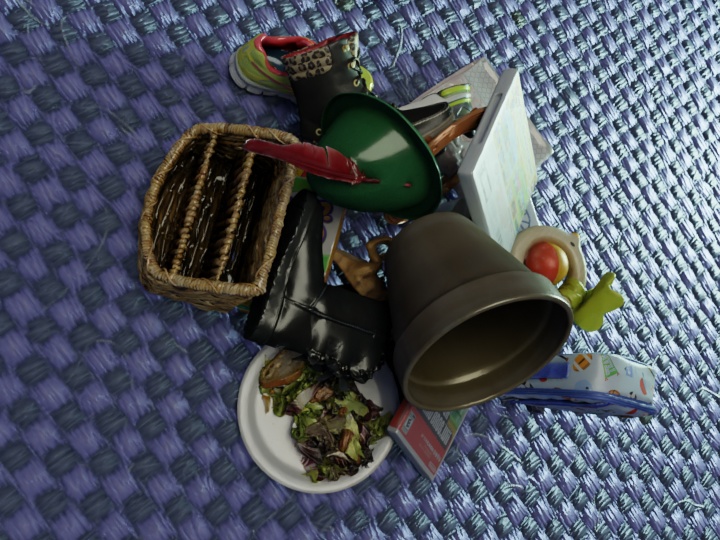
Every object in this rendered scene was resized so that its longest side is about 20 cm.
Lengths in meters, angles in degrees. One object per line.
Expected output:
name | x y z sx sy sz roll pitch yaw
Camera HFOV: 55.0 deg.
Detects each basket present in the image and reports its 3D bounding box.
basket | -0.169 -0.068 0.783 0.142 0.149 0.201 20 72 -20

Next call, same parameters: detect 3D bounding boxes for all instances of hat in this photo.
hat | -0.033 -0.083 0.753 0.200 0.165 0.176 49 60 -13

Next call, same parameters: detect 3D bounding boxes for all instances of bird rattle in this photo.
bird rattle | 0.254 0.018 0.978 0.199 0.113 0.164 0 76 -8

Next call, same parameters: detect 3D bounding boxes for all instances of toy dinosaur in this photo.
toy dinosaur | 0.000 0.000 0.875 0.200 0.060 0.106 45 66 3

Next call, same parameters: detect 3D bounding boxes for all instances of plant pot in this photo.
plant pot | 0.110 0.034 0.789 0.199 0.201 0.174 -3 46 -26

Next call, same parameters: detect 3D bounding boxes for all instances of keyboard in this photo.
keyboard | 0.025 0.111 0.903 0.104 0.040 0.201 -8 77 -13

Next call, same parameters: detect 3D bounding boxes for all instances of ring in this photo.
ring | 0.103 -0.138 0.906 0.200 0.201 0.019 -33 72 -27

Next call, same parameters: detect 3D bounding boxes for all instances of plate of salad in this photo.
plate of salad | -0.046 0.162 0.827 0.199 0.048 0.201 4 73 -12

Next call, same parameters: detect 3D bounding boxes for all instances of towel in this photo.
towel | 0.182 -0.205 1.045 0.191 0.032 0.200 -40 96 -27

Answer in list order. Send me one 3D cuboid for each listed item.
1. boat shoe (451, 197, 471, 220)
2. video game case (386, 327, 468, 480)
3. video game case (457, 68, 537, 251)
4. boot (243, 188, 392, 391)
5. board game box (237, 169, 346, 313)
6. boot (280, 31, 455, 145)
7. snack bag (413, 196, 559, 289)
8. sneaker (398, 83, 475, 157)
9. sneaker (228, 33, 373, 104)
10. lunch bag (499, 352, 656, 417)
boat shoe | 0.137 0.003 0.927 0.062 0.073 0.201 19 77 -15
video game case | 0.111 0.153 0.893 0.200 0.017 0.143 -58 140 -24
video game case | 0.183 -0.122 0.894 0.183 0.023 0.200 -63 146 -28
boot | -0.034 0.026 0.796 0.162 0.073 0.199 24 70 -25
board game box | -0.078 -0.035 0.859 0.095 0.030 0.201 13 73 6
boot | 0.007 -0.217 0.856 0.199 0.073 0.151 -15 114 7
snack bag | 0.183 -0.021 0.995 0.199 0.021 0.190 -21 96 -20
sneaker | 0.076 -0.188 0.951 0.199 0.074 0.081 -25 96 -7
sneaker | -0.066 -0.262 0.908 0.199 0.090 0.079 1 76 -26
lunch bag | 0.271 0.149 0.915 0.160 0.200 0.076 16 73 -35
